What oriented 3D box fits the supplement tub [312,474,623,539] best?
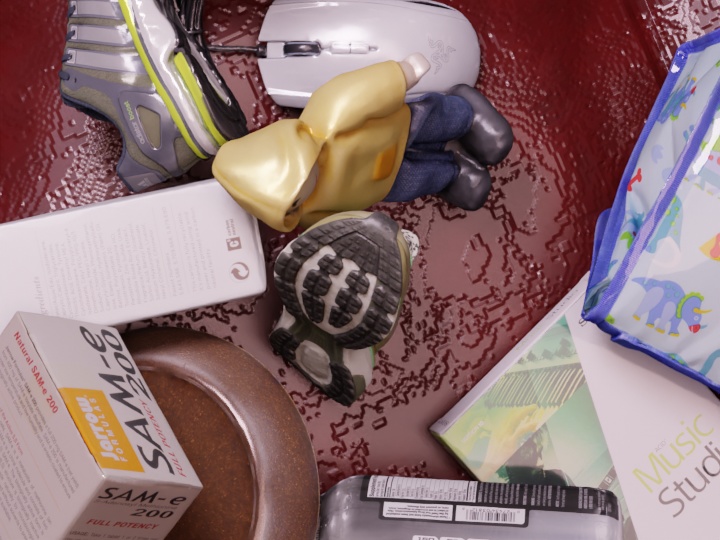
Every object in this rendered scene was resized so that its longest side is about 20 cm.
[{"bbox_3d":[0.050,0.182,1.341,0.199,0.123,0.123,2,90,5],"label":"supplement tub"}]

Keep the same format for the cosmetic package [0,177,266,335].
[{"bbox_3d":[-0.161,-0.001,1.323,0.199,0.102,0.075,-11,91,-12],"label":"cosmetic package"}]

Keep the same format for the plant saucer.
[{"bbox_3d":[-0.121,0.130,1.315,0.199,0.034,0.202,-3,80,19],"label":"plant saucer"}]

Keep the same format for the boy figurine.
[{"bbox_3d":[0.001,-0.067,1.312,0.064,0.199,0.125,42,120,27],"label":"boy figurine"}]

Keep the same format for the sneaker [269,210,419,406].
[{"bbox_3d":[0.000,0.000,1.319,0.077,0.200,0.089,34,66,4],"label":"sneaker"}]

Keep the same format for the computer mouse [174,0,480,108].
[{"bbox_3d":[-0.022,-0.133,1.379,0.199,0.044,0.110,-1,89,-11],"label":"computer mouse"}]

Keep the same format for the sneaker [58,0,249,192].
[{"bbox_3d":[-0.144,-0.133,1.318,0.081,0.074,0.201,-34,67,8],"label":"sneaker"}]

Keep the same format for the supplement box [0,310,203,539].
[{"bbox_3d":[-0.185,0.139,1.260,0.073,0.126,0.200,13,124,-44],"label":"supplement box"}]

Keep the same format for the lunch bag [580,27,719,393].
[{"bbox_3d":[0.240,-0.022,1.389,0.169,0.127,0.201,27,75,-10],"label":"lunch bag"}]

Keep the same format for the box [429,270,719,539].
[{"bbox_3d":[0.160,0.121,1.419,0.144,0.036,0.200,-44,97,-8],"label":"box"}]
